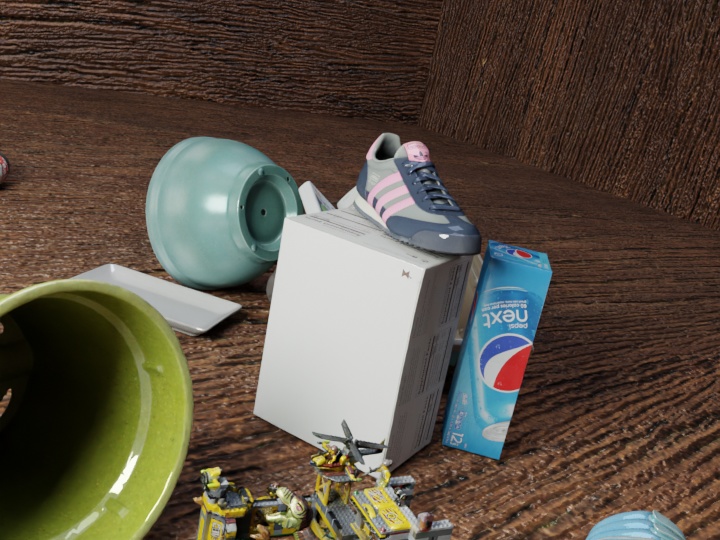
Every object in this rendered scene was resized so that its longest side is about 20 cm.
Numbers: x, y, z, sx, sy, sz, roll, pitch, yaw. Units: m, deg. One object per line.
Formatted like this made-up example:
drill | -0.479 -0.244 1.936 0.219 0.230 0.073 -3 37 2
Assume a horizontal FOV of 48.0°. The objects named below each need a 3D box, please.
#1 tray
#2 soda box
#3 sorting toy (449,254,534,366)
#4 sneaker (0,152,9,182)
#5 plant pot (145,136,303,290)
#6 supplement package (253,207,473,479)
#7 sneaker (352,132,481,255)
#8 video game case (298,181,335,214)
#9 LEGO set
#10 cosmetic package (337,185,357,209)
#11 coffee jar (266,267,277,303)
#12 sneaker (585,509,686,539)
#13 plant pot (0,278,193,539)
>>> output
tray | -0.253 0.038 0.988 0.196 0.023 0.107 17 18 13
soda box | 0.134 0.080 0.814 0.063 0.205 0.068 13 17 4
sorting toy | 0.082 0.034 0.969 0.177 0.107 0.202 15 38 -35
sneaker | -0.670 -0.174 1.291 0.197 0.069 0.108 9 14 -19
plant pot | -0.158 -0.074 1.046 0.132 0.206 0.198 3 7 40
supplement package | 0.000 0.062 0.776 0.153 0.205 0.110 20 18 28
sneaker | 0.051 -0.074 0.751 0.069 0.084 0.199 4 18 -30
video game case | 0.000 0.000 1.018 0.182 0.023 0.202 45 16 -38
LEGO set | -0.029 0.171 0.551 0.150 0.119 0.200 6 18 -20
cosmetic package | 0.058 -0.025 1.094 0.200 0.074 0.103 43 16 -40
coffee jar | -0.061 -0.001 1.099 0.085 0.104 0.200 45 16 -6
sneaker | 0.251 0.241 0.597 0.196 0.081 0.130 20 20 21
plant pot | -0.250 0.094 0.563 0.181 0.206 0.198 11 12 39
